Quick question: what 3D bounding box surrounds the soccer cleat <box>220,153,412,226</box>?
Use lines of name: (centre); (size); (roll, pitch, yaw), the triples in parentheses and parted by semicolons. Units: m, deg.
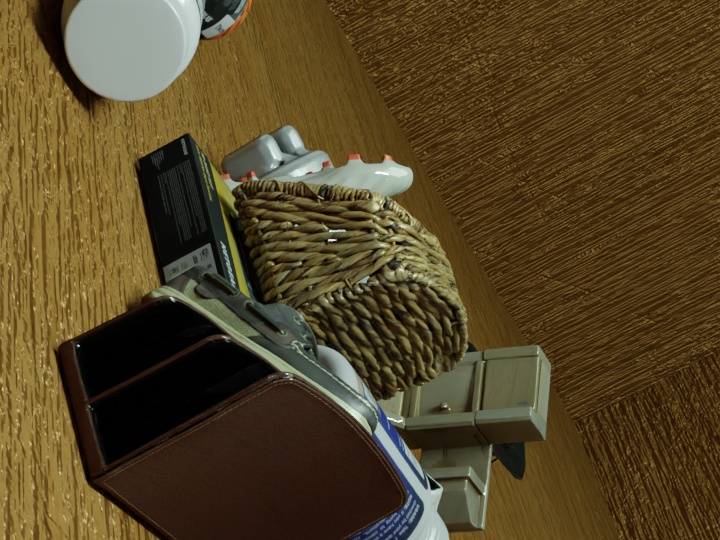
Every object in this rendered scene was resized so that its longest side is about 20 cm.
soccer cleat: (-0.046, -0.056, 1.645); (0.069, 0.199, 0.078); (142, -63, -74)

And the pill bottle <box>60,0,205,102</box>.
pill bottle: (-0.186, -0.212, 1.493); (0.114, 0.113, 0.200); (59, 9, -20)

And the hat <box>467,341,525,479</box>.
hat: (0.143, 0.196, 2.349); (0.201, 0.081, 0.201); (53, 19, -26)

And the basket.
basket: (0.000, 0.000, 1.504); (0.200, 0.142, 0.150); (55, 12, -57)

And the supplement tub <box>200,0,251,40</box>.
supplement tub: (-0.179, -0.297, 1.773); (0.123, 0.122, 0.200); (65, 9, 15)

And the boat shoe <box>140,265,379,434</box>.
boat shoe: (-0.062, 0.053, 1.260); (0.200, 0.066, 0.072); (28, -29, 27)

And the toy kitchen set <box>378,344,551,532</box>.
toy kitchen set: (0.046, 0.125, 1.629); (0.181, 0.199, 0.164); (52, 38, -49)

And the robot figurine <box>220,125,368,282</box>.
robot figurine: (-0.055, -0.035, 1.733); (0.169, 0.113, 0.201); (-31, 94, -52)

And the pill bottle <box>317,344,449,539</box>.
pill bottle: (-0.015, 0.160, 1.367); (0.200, 0.115, 0.116); (57, 10, -36)

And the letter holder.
letter holder: (-0.070, 0.097, 1.132); (0.200, 0.142, 0.101); (51, 14, -53)

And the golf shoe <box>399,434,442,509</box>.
golf shoe: (0.040, 0.229, 1.564); (0.201, 0.094, 0.078); (61, 7, -23)

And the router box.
router box: (-0.109, 0.009, 1.479); (0.157, 0.052, 0.201); (56, 11, -44)
